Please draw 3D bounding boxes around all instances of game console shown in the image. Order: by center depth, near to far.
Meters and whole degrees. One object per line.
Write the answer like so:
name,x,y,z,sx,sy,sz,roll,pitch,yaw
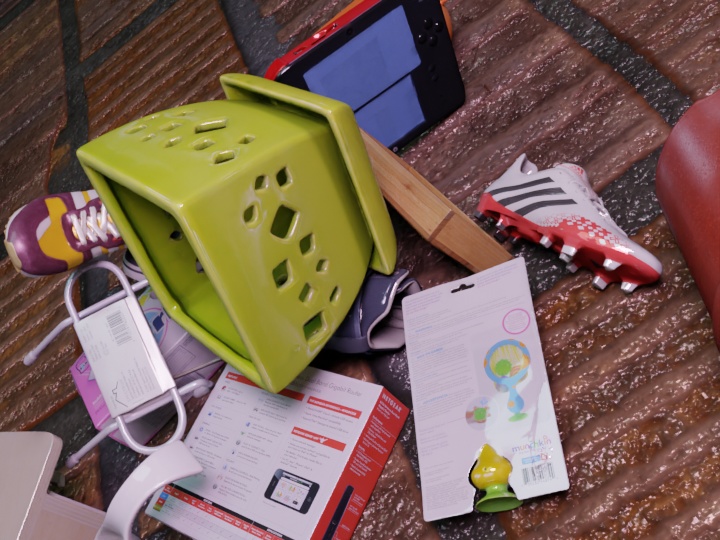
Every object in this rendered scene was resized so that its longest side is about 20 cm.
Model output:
game console,0.010,-0.179,0.903,0.200,0.177,0.031,-36,45,-8

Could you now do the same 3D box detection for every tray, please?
tray,0.055,-0.067,0.854,0.037,0.099,0.200,-52,40,8

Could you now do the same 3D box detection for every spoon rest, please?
spoon rest,-0.198,0.240,0.787,0.099,0.061,0.200,39,118,35

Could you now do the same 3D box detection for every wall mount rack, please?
wall mount rack,-0.245,0.099,0.881,0.173,0.075,0.200,-27,77,0

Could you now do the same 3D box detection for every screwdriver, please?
screwdriver,-0.148,0.089,0.913,0.199,0.028,0.029,-19,47,4

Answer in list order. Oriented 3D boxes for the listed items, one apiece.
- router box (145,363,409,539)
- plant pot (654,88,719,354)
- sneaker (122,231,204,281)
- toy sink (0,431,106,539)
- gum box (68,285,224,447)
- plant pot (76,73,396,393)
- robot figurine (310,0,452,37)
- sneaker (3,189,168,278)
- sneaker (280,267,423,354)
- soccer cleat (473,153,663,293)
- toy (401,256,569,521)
router box,-0.077,0.172,0.806,0.200,0.049,0.180,9,64,43
plant pot,0.292,-0.023,0.572,0.200,0.201,0.196,-30,34,16
sneaker,-0.149,-0.032,0.939,0.199,0.080,0.079,0,31,-3
toy sink,-0.328,0.272,0.882,0.130,0.112,0.201,-8,58,35
gum box,-0.219,0.088,0.977,0.200,0.066,0.113,-46,42,-1
plant pot,-0.092,-0.050,0.773,0.181,0.199,0.200,-39,39,-22
robot figurine,0.020,-0.256,1.028,0.200,0.144,0.117,-37,68,9
sneaker,-0.247,-0.050,0.861,0.090,0.075,0.200,-13,12,26
sneaker,0.000,0.002,0.869,0.146,0.077,0.203,-4,45,25
soccer cleat,0.181,-0.047,0.764,0.085,0.069,0.200,-54,37,-4
toy,0.100,0.097,0.725,0.115,0.047,0.201,-20,50,22
